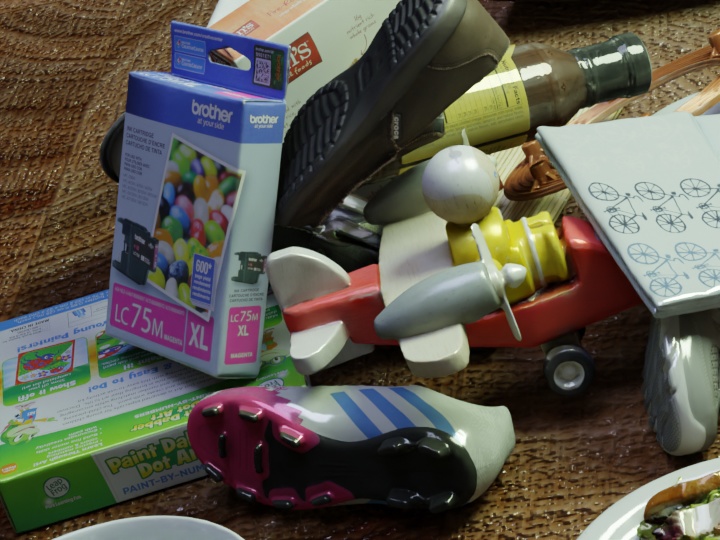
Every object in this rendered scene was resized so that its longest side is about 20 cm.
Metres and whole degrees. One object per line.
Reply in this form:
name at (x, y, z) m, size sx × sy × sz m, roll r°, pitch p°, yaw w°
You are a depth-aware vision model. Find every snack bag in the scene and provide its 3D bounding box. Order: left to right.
snack bag at (0.224, -0.041, 1.592) m, size 0.199 × 0.021 × 0.189 m, roll -6°, pitch 37°, yaw -18°

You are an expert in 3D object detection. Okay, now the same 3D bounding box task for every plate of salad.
plate of salad at (0.193, 0.144, 1.403) m, size 0.199 × 0.048 × 0.200 m, roll -13°, pitch 29°, yaw 7°

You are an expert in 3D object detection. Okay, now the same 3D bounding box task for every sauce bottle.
sauce bottle at (0.086, -0.106, 1.719) m, size 0.199 × 0.065 × 0.065 m, roll -14°, pitch 27°, yaw -17°

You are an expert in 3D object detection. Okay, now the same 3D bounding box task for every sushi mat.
sushi mat at (0.110, -0.070, 1.860) m, size 0.095 × 0.012 × 0.200 m, roll -2°, pitch 32°, yaw 27°

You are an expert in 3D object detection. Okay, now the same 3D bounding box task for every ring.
ring at (0.176, -0.105, 1.775) m, size 0.200 × 0.019 × 0.200 m, roll -30°, pitch 10°, yaw 6°

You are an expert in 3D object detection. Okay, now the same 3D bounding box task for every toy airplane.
toy airplane at (0.043, -0.006, 1.580) m, size 0.199 × 0.142 × 0.199 m, roll 23°, pitch 32°, yaw 39°

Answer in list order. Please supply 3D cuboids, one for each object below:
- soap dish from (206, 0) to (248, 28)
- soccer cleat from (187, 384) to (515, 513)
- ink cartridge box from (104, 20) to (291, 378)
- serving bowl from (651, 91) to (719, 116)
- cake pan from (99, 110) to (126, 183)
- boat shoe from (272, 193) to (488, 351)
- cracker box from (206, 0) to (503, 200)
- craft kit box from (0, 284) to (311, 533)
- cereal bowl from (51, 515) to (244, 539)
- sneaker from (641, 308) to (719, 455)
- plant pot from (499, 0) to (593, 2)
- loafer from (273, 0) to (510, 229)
soap dish at (-0.046, -0.175, 1.968) m, size 0.157 × 0.081 × 0.201 m, roll -31°, pitch 31°, yaw 47°
soccer cleat at (-0.003, 0.099, 1.583) m, size 0.199 × 0.070 × 0.086 m, roll 6°, pitch 23°, yaw 30°
ink cartridge box at (-0.100, -0.046, 1.662) m, size 0.042 × 0.201 × 0.119 m, roll 0°, pitch 12°, yaw -42°
serving bowl at (0.241, -0.068, 1.729) m, size 0.199 × 0.066 × 0.200 m, roll -13°, pitch 30°, yaw 8°
cake pan at (-0.076, -0.087, 1.844) m, size 0.199 × 0.200 × 0.037 m, roll -18°, pitch 70°, yaw -2°
boat shoe at (0.001, 0.001, 1.703) m, size 0.200 × 0.072 × 0.066 m, roll 15°, pitch 44°, yaw 13°
cracker box at (-0.003, -0.101, 1.756) m, size 0.134 × 0.201 × 0.058 m, roll -35°, pitch 36°, yaw -13°
craft kit box at (-0.132, 0.068, 1.721) m, size 0.199 × 0.049 × 0.198 m, roll -17°, pitch 26°, yaw 1°
cereal bowl at (-0.129, 0.219, 1.413) m, size 0.199 × 0.084 × 0.200 m, roll -13°, pitch 28°, yaw 7°
sneaker at (0.208, 0.025, 1.571) m, size 0.082 × 0.075 × 0.201 m, roll 9°, pitch 46°, yaw 5°
plant pot at (0.205, -0.277, 2.027) m, size 0.199 × 0.188 × 0.187 m, roll 11°, pitch 37°, yaw 18°
loafer at (0.017, -0.086, 1.614) m, size 0.200 × 0.071 × 0.073 m, roll -45°, pitch 29°, yaw 36°
